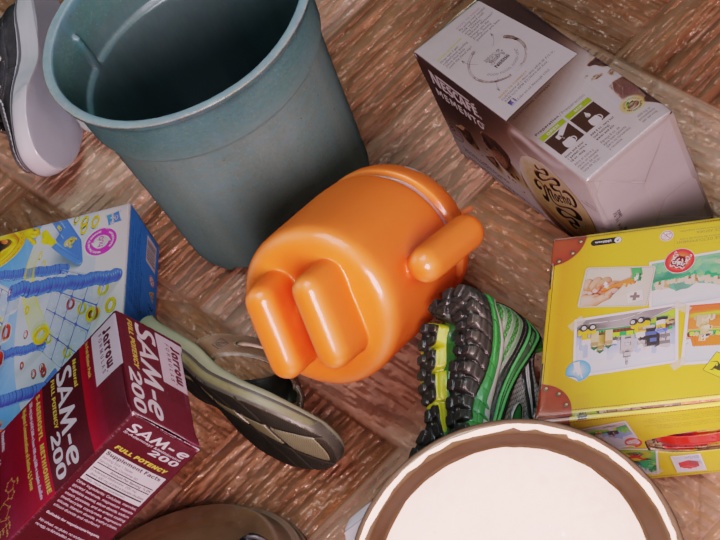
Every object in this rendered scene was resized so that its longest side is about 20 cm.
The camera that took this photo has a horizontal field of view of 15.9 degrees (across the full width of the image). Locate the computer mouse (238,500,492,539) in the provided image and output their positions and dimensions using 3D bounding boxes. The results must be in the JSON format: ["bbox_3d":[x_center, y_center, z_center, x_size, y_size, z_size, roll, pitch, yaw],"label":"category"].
[{"bbox_3d":[0.028,0.163,1.559,0.200,0.044,0.110,-33,81,7],"label":"computer mouse"}]

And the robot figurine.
[{"bbox_3d":[-0.002,0.000,1.726,0.117,0.144,0.200,37,37,9],"label":"robot figurine"}]

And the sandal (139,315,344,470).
[{"bbox_3d":[-0.081,0.069,1.752,0.057,0.080,0.201,-46,47,-13],"label":"sandal"}]

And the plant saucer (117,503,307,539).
[{"bbox_3d":[-0.123,0.217,1.647,0.200,0.029,0.200,-22,30,13],"label":"plant saucer"}]

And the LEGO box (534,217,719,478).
[{"bbox_3d":[0.219,0.047,1.629,0.200,0.077,0.149,-7,50,20],"label":"LEGO box"}]

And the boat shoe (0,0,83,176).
[{"bbox_3d":[-0.267,-0.141,2.036,0.066,0.070,0.200,-30,46,22],"label":"boat shoe"}]

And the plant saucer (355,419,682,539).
[{"bbox_3d":[0.092,0.185,1.514,0.200,0.200,0.029,-28,5,2],"label":"plant saucer"}]

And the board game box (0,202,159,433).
[{"bbox_3d":[-0.248,0.063,1.856,0.196,0.056,0.200,-14,48,14],"label":"board game box"}]

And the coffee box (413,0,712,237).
[{"bbox_3d":[0.137,-0.095,1.766,0.080,0.113,0.200,-40,47,-10],"label":"coffee box"}]

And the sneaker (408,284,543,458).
[{"bbox_3d":[0.084,0.111,1.641,0.078,0.085,0.200,-22,54,53],"label":"sneaker"}]

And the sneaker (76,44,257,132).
[{"bbox_3d":[-0.135,-0.156,1.984,0.200,0.080,0.076,-20,86,28],"label":"sneaker"}]

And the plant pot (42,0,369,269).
[{"bbox_3d":[-0.095,-0.114,1.835,0.200,0.196,0.200,-13,48,15],"label":"plant pot"}]

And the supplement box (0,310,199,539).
[{"bbox_3d":[-0.195,0.134,1.703,0.200,0.061,0.109,-45,34,21],"label":"supplement box"}]
